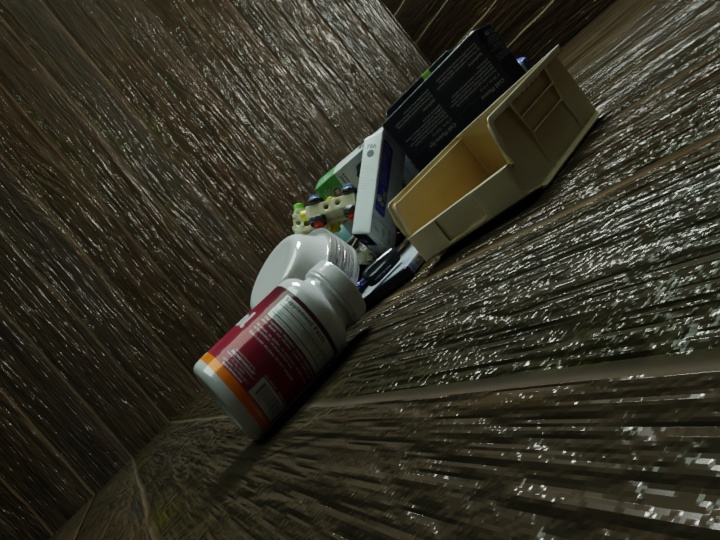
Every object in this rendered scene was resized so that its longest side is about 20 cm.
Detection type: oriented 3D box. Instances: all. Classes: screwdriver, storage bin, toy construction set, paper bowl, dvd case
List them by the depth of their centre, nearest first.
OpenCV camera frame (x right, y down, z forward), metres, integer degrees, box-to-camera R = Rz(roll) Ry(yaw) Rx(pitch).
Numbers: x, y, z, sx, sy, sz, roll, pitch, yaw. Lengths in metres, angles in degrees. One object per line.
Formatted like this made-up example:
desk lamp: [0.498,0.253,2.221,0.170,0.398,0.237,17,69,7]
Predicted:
storage bin: [0.152,-0.128,0.729,0.199,0.094,0.199,-45,6,-35]
screwdriver: [-0.021,0.040,0.843,0.199,0.028,0.029,-42,-25,-13]
dvd case: [0.066,-0.015,0.921,0.142,0.018,0.200,-38,7,42]
paper bowl: [-0.098,0.027,0.968,0.201,0.103,0.204,-44,27,30]
toy construction set: [-0.037,-0.095,1.069,0.196,0.094,0.131,-29,-22,7]

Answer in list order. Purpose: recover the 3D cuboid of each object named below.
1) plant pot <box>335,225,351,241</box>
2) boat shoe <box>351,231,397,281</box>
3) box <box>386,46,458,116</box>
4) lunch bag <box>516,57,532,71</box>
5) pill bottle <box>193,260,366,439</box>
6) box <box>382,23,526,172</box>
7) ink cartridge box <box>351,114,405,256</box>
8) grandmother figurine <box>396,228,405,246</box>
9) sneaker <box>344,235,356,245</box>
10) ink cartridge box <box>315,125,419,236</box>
plant pot: [-0.016,-0.062,1.342,0.199,0.135,0.200,-42,4,3]
boat shoe: [0.000,0.000,1.042,0.200,0.072,0.062,-47,24,-14]
box: [0.169,-0.254,1.069,0.148,0.201,0.124,-39,5,28]
lunch bag: [0.273,-0.322,1.271,0.170,0.128,0.200,-42,14,-2]
pill bottle: [-0.088,0.086,0.726,0.200,0.114,0.113,-44,5,-21]
box: [0.168,-0.227,0.944,0.199,0.183,0.104,-38,4,34]
ink cartridge box: [0.033,-0.136,1.000,0.038,0.206,0.099,1,-18,27]
grandmother figurine: [0.069,-0.072,1.192,0.199,0.061,0.121,-42,-6,-15]
sneaker: [-0.038,0.003,1.129,0.072,0.072,0.201,16,-61,-48]
ink cartridge box: [0.036,-0.166,1.152,0.198,0.147,0.083,-38,13,16]
